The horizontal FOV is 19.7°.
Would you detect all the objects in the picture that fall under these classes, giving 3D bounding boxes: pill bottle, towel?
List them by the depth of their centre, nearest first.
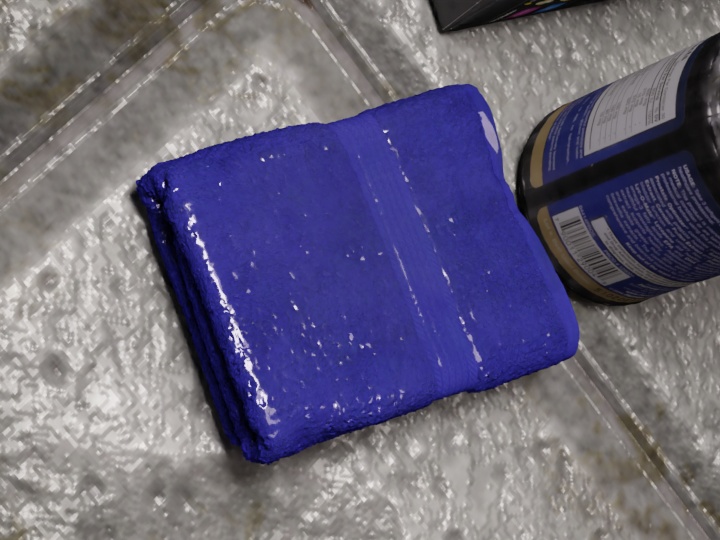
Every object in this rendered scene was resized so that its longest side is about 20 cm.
[{"bbox_3d":[0.000,0.000,0.974,0.199,0.049,0.148,-16,80,-37],"label":"towel"},{"bbox_3d":[0.178,-0.056,1.016,0.111,0.200,0.113,11,71,-33],"label":"pill bottle"}]

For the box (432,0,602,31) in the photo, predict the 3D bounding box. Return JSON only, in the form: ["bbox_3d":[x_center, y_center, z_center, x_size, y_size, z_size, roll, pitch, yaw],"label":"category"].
[{"bbox_3d":[0.126,-0.224,1.073,0.199,0.124,0.149,-15,85,-36],"label":"box"}]
